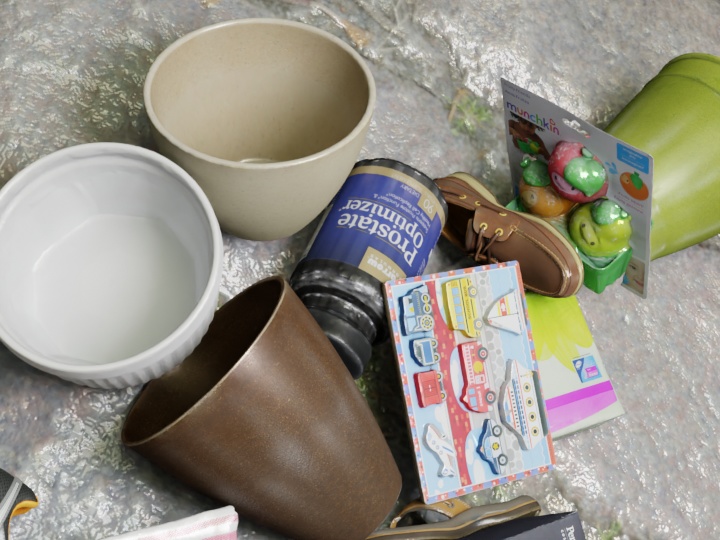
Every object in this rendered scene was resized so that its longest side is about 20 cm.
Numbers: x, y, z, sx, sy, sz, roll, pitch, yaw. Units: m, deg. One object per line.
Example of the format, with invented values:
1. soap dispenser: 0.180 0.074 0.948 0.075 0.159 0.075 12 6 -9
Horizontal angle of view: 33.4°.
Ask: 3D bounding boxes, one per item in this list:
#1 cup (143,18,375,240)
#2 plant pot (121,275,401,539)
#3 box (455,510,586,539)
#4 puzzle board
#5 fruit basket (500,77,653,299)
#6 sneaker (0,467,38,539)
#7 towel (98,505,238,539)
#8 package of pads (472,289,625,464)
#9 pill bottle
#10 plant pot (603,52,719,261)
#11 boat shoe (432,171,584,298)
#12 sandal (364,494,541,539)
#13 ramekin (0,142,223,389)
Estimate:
1. cup: -0.090 -0.112 1.092 0.200 0.143 0.200 2 49 -2
2. plant pot: -0.063 0.139 1.012 0.200 0.187 0.187 46 56 -16
3. box: 0.110 0.321 0.980 0.182 0.104 0.200 -11 81 -28
4. puzzle board: 0.103 0.098 1.092 0.151 0.017 0.200 -9 88 -29
5. fruit basket: 0.207 -0.075 1.176 0.094 0.200 0.185 -43 55 -17
6. sneaker: -0.305 0.234 0.903 0.077 0.078 0.200 26 59 -20
7. towel: -0.146 0.296 0.935 0.146 0.030 0.200 -12 97 -29
8. package of pads: 0.145 0.100 1.178 0.200 0.068 0.155 -13 74 -30
9. pill bottle: 0.000 0.000 1.129 0.112 0.112 0.200 31 58 -10
10. plant pot: 0.327 -0.103 1.298 0.193 0.200 0.200 -33 84 -21
11. boat shoe: 0.131 -0.029 1.186 0.068 0.072 0.200 -16 42 -40
12. sandal: 0.074 0.228 1.085 0.200 0.082 0.055 -10 56 -27
13. ramekin: -0.210 0.004 1.000 0.200 0.105 0.200 0 69 1
